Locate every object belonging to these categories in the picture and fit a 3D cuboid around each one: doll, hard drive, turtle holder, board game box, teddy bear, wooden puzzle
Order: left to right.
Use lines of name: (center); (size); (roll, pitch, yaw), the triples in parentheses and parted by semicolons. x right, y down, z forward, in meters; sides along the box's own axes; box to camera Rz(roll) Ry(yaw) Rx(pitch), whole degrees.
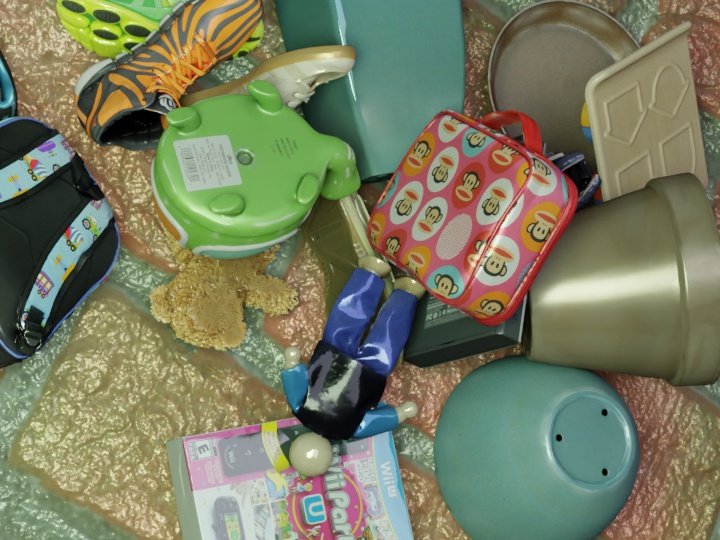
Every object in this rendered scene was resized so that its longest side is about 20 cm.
teddy bear: (-0.123, -0.013, 1.608); (0.144, 0.067, 0.201); (17, 65, -27)
turtle holder: (-0.099, -0.085, 1.526); (0.141, 0.132, 0.185); (44, 59, 9)
board game box: (-0.063, 0.208, 1.572); (0.199, 0.064, 0.148); (-8, 81, -24)
doll: (-0.006, 0.093, 1.551); (0.136, 0.048, 0.201); (31, 75, -14)
hard drive: (0.105, -0.018, 1.612); (0.033, 0.139, 0.201); (24, 64, -32)
wooden puzzle: (0.282, -0.133, 1.750); (0.185, 0.046, 0.201); (-32, 122, -42)

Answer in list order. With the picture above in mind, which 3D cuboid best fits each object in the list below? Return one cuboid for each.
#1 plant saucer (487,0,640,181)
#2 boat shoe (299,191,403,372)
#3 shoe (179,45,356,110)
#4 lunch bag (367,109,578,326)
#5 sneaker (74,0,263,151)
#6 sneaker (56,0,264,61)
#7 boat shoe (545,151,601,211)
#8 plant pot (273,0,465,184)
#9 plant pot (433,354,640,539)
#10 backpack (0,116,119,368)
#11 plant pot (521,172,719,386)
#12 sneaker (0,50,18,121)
plant saucer: (0.216, -0.182, 1.795); (0.199, 0.032, 0.201); (5, 76, -20)
boat shoe: (-0.002, 0.000, 1.638); (0.063, 0.073, 0.202); (-32, 100, -59)
shoe: (-0.082, -0.161, 1.592); (0.070, 0.199, 0.054); (-12, 87, -54)
lunch bag: (0.101, -0.062, 1.539); (0.082, 0.200, 0.177); (25, 99, -32)
sneaker: (-0.162, -0.172, 1.562); (0.200, 0.112, 0.078); (-36, 130, 6)
sneaker: (-0.191, -0.245, 1.632); (0.199, 0.074, 0.084); (3, 59, -24)
boat shoe: (0.145, -0.049, 1.685); (0.200, 0.093, 0.075); (-42, 99, -13)
plant pot: (0.020, -0.188, 1.664); (0.141, 0.141, 0.201); (-10, 89, -23)
plant pot: (0.186, 0.170, 1.642); (0.199, 0.135, 0.201); (5, 76, -21)
backpack: (-0.312, -0.027, 1.485); (0.183, 0.134, 0.200); (55, 40, -15)
plant pot: (0.235, 0.016, 1.620); (0.172, 0.200, 0.201); (-6, 79, -3)
sneaker: (-0.357, -0.215, 1.543); (0.073, 0.082, 0.201); (-31, 89, -23)
